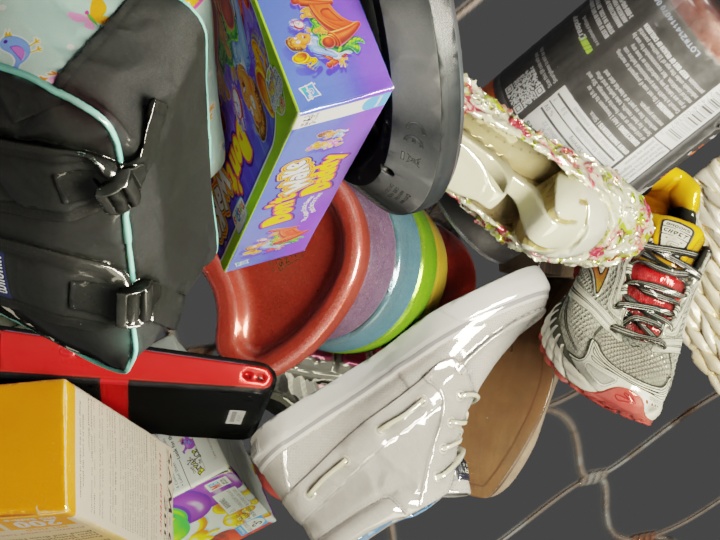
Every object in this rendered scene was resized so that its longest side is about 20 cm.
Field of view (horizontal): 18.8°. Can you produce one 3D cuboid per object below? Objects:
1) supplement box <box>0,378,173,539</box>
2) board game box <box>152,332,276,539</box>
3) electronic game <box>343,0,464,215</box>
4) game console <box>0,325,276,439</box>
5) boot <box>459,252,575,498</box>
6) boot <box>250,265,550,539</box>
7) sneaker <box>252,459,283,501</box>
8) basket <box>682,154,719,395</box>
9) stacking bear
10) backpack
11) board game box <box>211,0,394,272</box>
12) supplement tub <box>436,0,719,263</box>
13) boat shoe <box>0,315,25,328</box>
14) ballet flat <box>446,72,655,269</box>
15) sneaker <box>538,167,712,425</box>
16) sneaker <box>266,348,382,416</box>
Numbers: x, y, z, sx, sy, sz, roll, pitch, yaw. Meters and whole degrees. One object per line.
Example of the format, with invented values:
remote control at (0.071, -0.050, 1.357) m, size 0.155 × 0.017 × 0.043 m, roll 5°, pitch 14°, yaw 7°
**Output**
supplement box at (-0.187, 0.119, 1.188) m, size 0.126 × 0.074 × 0.200 m, roll -6°, pitch 164°, yaw 10°
board game box at (-0.172, 0.144, 1.363) m, size 0.200 × 0.105 × 0.103 m, roll -27°, pitch 151°, yaw 2°
electronic game at (-0.002, -0.122, 0.980) m, size 0.042 × 0.200 × 0.200 m, roll -16°, pitch 149°, yaw -18°
game console at (-0.140, 0.063, 1.204) m, size 0.176 × 0.031 × 0.200 m, roll 4°, pitch 168°, yaw -5°
boot at (0.118, 0.042, 1.371) m, size 0.146 × 0.070 × 0.200 m, roll 7°, pitch 97°, yaw -64°
boot at (0.042, 0.086, 1.251) m, size 0.200 × 0.096 × 0.074 m, roll -33°, pitch 166°, yaw 0°
sneaker at (0.018, 0.074, 1.452) m, size 0.200 × 0.078 × 0.116 m, roll -25°, pitch 144°, yaw -28°
basket at (0.303, 0.008, 1.394) m, size 0.161 × 0.198 × 0.200 m, roll -39°, pitch 163°, yaw 26°
stacking bear at (0.000, 0.000, 1.278) m, size 0.114 × 0.122 × 0.200 m, roll -31°, pitch 160°, yaw 22°
backpack at (-0.161, -0.072, 0.956) m, size 0.200 × 0.153 × 0.176 m, roll 14°, pitch 140°, yaw 14°
board game box at (-0.049, -0.097, 0.999) m, size 0.045 × 0.135 × 0.200 m, roll -16°, pitch 165°, yaw -18°
supplement tub at (0.134, -0.090, 1.233) m, size 0.200 × 0.107 × 0.107 m, roll -39°, pitch 148°, yaw 22°
boat shoe at (-0.177, 0.014, 1.192) m, size 0.200 × 0.067 × 0.074 m, roll 8°, pitch 136°, yaw -45°
ballet flat at (0.077, -0.045, 1.157) m, size 0.200 × 0.064 × 0.076 m, roll 29°, pitch 117°, yaw -22°
sneaker at (0.155, 0.008, 1.245) m, size 0.078 × 0.200 × 0.082 m, roll 26°, pitch 127°, yaw -11°
sneaker at (-0.003, 0.074, 1.379) m, size 0.200 × 0.074 × 0.087 m, roll 19°, pitch 134°, yaw -22°
